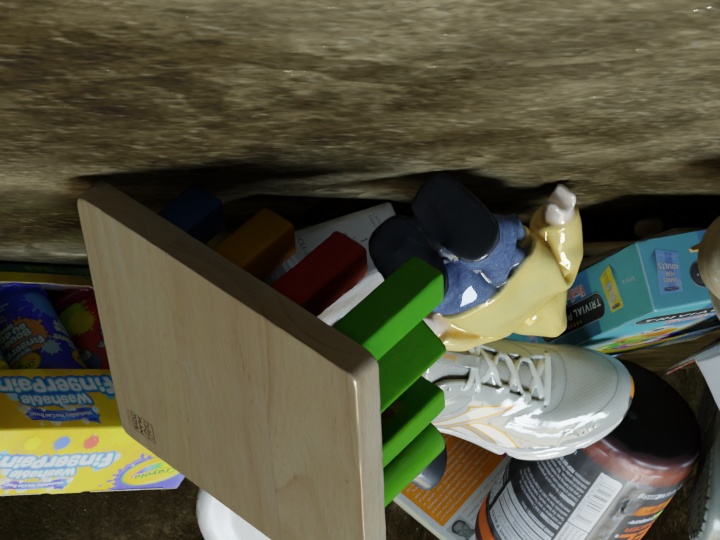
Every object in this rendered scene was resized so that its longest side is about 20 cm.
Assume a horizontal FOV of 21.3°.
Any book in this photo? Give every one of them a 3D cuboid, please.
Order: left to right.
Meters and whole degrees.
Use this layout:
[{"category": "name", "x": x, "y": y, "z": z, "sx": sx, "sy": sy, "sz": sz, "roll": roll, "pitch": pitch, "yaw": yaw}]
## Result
[{"category": "book", "x": 0.084, "y": 0.140, "z": 1.490, "sx": 0.200, "sy": 0.134, "sz": 0.048, "roll": 37, "pitch": 169, "yaw": 35}]

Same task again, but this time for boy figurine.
[{"category": "boy figurine", "x": 0.082, "y": -0.002, "z": 1.121, "sx": 0.124, "sy": 0.065, "sz": 0.200, "roll": -45, "pitch": 158, "yaw": 13}]

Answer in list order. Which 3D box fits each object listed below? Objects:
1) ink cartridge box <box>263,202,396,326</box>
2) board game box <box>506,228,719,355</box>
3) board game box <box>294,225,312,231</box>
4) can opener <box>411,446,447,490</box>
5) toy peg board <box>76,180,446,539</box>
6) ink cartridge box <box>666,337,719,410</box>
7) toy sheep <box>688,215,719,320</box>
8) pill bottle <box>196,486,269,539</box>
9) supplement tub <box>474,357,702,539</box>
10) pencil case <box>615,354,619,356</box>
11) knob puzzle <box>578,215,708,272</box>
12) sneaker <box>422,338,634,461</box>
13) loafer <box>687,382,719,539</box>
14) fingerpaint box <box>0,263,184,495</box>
[{"category": "ink cartridge box", "x": -0.024, "y": 0.023, "z": 1.210, "sx": 0.176, "sy": 0.045, "sz": 0.200, "roll": -17, "pitch": 163, "yaw": -40}, {"category": "board game box", "x": 0.202, "y": 0.016, "z": 1.255, "sx": 0.150, "sy": 0.047, "sz": 0.200, "roll": -10, "pitch": 170, "yaw": -23}, {"category": "board game box", "x": 0.000, "y": 0.000, "z": 1.337, "sx": 0.152, "sy": 0.041, "sz": 0.200, "roll": -1, "pitch": 174, "yaw": -9}, {"category": "can opener", "x": 0.020, "y": 0.103, "z": 1.469, "sx": 0.067, "sy": 0.053, "sz": 0.200, "roll": 37, "pitch": -163, "yaw": -23}, {"category": "toy peg board", "x": -0.042, "y": 0.047, "z": 1.057, "sx": 0.199, "sy": 0.201, "sz": 0.098, "roll": 32, "pitch": -125, "yaw": 28}, {"category": "ink cartridge box", "x": 0.327, "y": 0.043, "z": 1.240, "sx": 0.199, "sy": 0.084, "sz": 0.175, "roll": -26, "pitch": 178, "yaw": -25}, {"category": "toy sheep", "x": 0.268, "y": 0.007, "z": 1.063, "sx": 0.199, "sy": 0.139, "sz": 0.138, "roll": 14, "pitch": 166, "yaw": -32}, {"category": "pill bottle", "x": -0.047, "y": 0.116, "z": 1.347, "sx": 0.114, "sy": 0.115, "sz": 0.200, "roll": -3, "pitch": -152, "yaw": 6}, {"category": "supplement tub", "x": 0.147, "y": 0.161, "z": 1.331, "sx": 0.106, "sy": 0.107, "sz": 0.200, "roll": 1, "pitch": 135, "yaw": -31}, {"category": "pencil case", "x": 0.124, "y": 0.050, "z": 1.478, "sx": 0.199, "sy": 0.078, "sz": 0.087, "roll": -16, "pitch": 167, "yaw": -32}, {"category": "knob puzzle", "x": 0.191, "y": -0.009, "z": 1.332, "sx": 0.218, "sy": 0.031, "sz": 0.220, "roll": -13, "pitch": 170, "yaw": -2}, {"category": "sneaker", "x": 0.071, "y": 0.069, "z": 1.191, "sx": 0.199, "sy": 0.076, "sz": 0.092, "roll": 0, "pitch": 158, "yaw": 5}, {"category": "loafer", "x": 0.268, "y": 0.113, "z": 1.298, "sx": 0.069, "sy": 0.201, "sz": 0.075, "roll": 16, "pitch": 140, "yaw": 2}, {"category": "fingerpaint box", "x": -0.227, "y": 0.075, "z": 1.362, "sx": 0.199, "sy": 0.167, "sz": 0.074, "roll": 4, "pitch": 131, "yaw": -42}]
